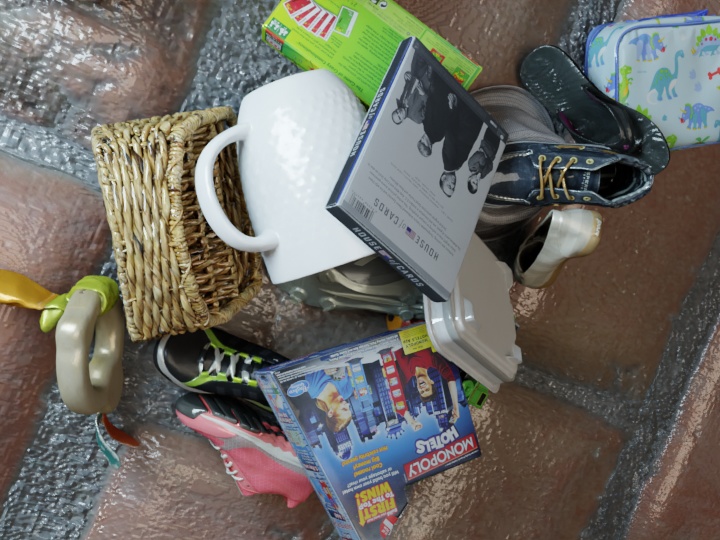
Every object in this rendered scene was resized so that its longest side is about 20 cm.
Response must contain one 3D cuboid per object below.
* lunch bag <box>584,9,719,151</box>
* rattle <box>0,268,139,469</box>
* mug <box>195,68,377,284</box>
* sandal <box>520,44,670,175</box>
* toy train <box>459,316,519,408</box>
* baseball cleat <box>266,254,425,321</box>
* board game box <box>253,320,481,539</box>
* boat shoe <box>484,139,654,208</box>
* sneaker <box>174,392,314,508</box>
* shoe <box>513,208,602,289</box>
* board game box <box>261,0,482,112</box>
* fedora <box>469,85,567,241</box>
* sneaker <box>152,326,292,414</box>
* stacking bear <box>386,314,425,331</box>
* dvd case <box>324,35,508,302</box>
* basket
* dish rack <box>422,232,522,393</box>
[{"bbox_3d":[0.365,-0.226,1.049,0.199,0.082,0.162,-11,107,-20],"label":"lunch bag"},{"bbox_3d":[-0.297,0.101,0.849,0.142,0.131,0.201,-4,131,-12],"label":"rattle"},{"bbox_3d":[-0.062,-0.086,0.818,0.199,0.147,0.176,-21,94,-36],"label":"mug"},{"bbox_3d":[0.258,-0.171,0.981,0.200,0.048,0.075,42,119,7],"label":"sandal"},{"bbox_3d":[0.135,0.135,1.062,0.056,0.042,0.201,30,90,-36],"label":"toy train"},{"bbox_3d":[0.000,0.000,0.958,0.199,0.107,0.070,15,132,-2],"label":"baseball cleat"},{"bbox_3d":[0.016,0.171,0.882,0.199,0.062,0.201,-14,90,-25],"label":"board game box"},{"bbox_3d":[0.201,-0.099,0.901,0.199,0.091,0.071,-7,107,-19],"label":"boat shoe"},{"bbox_3d":[-0.122,0.202,0.946,0.200,0.074,0.087,31,93,-26],"label":"sneaker"},{"bbox_3d":[0.206,-0.028,0.979,0.053,0.200,0.070,8,73,-8],"label":"shoe"},{"bbox_3d":[0.011,-0.218,0.876,0.200,0.048,0.102,36,85,-5],"label":"board game box"},{"bbox_3d":[0.166,-0.116,0.984,0.199,0.090,0.178,-15,108,-20],"label":"fedora"},{"bbox_3d":[-0.114,0.100,0.910,0.199,0.083,0.072,23,66,-31],"label":"sneaker"},{"bbox_3d":[0.053,0.123,0.988,0.113,0.121,0.201,17,88,-24],"label":"stacking bear"},{"bbox_3d":[0.059,-0.094,0.804,0.150,0.025,0.201,40,60,-29],"label":"dvd case"},{"bbox_3d":[-0.162,-0.046,0.823,0.148,0.143,0.201,-10,106,-15],"label":"basket"},{"bbox_3d":[0.126,0.028,0.943,0.200,0.043,0.173,39,42,-52],"label":"dish rack"}]
